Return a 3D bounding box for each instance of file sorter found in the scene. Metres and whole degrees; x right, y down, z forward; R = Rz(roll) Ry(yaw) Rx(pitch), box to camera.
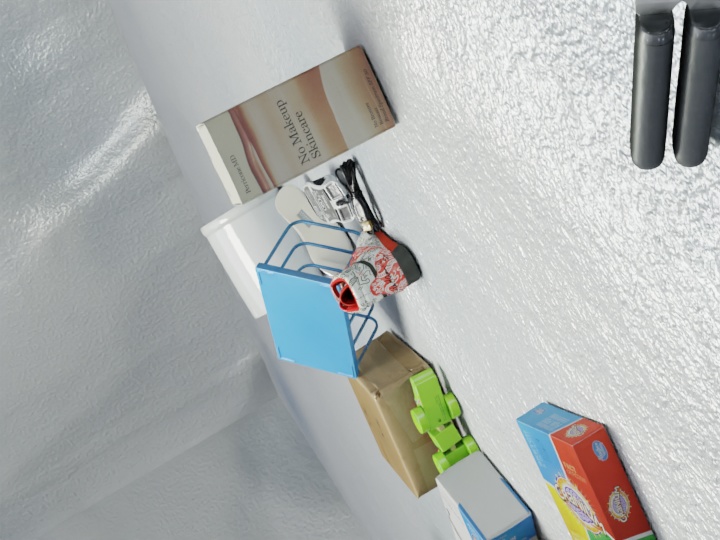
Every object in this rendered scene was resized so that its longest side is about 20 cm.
[{"bbox_3d":[-0.058,0.040,1.746,0.136,0.124,0.202,11,138,21],"label":"file sorter"}]

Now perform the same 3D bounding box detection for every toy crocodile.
[{"bbox_3d":[0.121,0.237,1.691,0.203,0.067,0.062,65,169,-17],"label":"toy crocodile"}]

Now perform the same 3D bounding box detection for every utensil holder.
[{"bbox_3d":[-0.184,-0.035,2.179,0.202,0.168,0.170,60,169,-4],"label":"utensil holder"}]

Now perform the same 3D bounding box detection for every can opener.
[{"bbox_3d":[0.177,-0.140,0.635,0.202,0.052,0.067,77,-165,-47],"label":"can opener"}]

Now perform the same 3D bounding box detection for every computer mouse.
[{"bbox_3d":[-0.028,-0.107,1.630,0.111,0.044,0.199,61,164,-16],"label":"computer mouse"}]

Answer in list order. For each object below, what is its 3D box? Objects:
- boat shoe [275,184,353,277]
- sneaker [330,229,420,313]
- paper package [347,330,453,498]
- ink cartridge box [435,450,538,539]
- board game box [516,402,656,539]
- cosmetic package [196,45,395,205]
[{"bbox_3d":[-0.065,-0.058,1.862,0.200,0.072,0.068,43,-171,31],"label":"boat shoe"},{"bbox_3d":[0.000,-0.001,1.575,0.068,0.107,0.201,65,169,-18],"label":"sneaker"},{"bbox_3d":[0.069,0.223,1.806,0.202,0.102,0.190,66,170,-21],"label":"paper package"},{"bbox_3d":[0.196,0.389,1.670,0.147,0.085,0.202,48,161,50],"label":"ink cartridge box"},{"bbox_3d":[0.248,0.247,1.210,0.203,0.040,0.153,64,169,-8],"label":"board game box"},{"bbox_3d":[-0.074,-0.162,1.289,0.105,0.198,0.087,62,170,-10],"label":"cosmetic package"}]
